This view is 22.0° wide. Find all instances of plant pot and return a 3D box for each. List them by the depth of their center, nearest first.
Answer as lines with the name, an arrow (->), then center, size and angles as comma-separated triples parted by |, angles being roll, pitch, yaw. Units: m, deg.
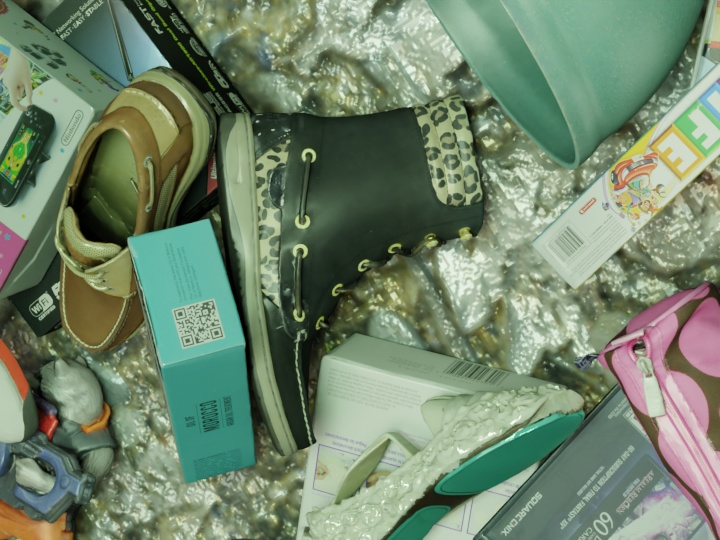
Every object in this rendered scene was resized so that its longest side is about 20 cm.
plant pot -> 0.110, -0.174, 0.985 | 0.134, 0.200, 0.201 | -35, 89, -2

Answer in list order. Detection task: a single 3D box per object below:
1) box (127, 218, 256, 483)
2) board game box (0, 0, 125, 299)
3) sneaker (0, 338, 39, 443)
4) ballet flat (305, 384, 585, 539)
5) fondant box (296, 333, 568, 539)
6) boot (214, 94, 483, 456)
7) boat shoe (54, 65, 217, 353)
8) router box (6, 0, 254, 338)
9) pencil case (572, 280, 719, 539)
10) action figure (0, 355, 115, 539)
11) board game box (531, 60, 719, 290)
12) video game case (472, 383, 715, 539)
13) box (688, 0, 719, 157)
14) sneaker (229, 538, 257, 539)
box -> -0.097, 0.052, 1.099 | 0.049, 0.200, 0.083 | -14, 66, -8
board game box -> -0.254, -0.100, 1.128 | 0.200, 0.064, 0.148 | 37, 113, 11
sneaker -> -0.278, 0.052, 1.109 | 0.067, 0.108, 0.202 | 10, 135, 41
ballet flat -> 0.039, 0.113, 1.078 | 0.200, 0.072, 0.072 | -41, 87, 24
fondant box -> 0.039, 0.154, 1.153 | 0.144, 0.058, 0.201 | 14, 107, 17
boot -> 0.000, -0.001, 1.086 | 0.153, 0.073, 0.204 | -9, 96, -8
boat shoe -> -0.148, -0.029, 1.080 | 0.076, 0.074, 0.200 | 33, 130, 15
router box -> -0.171, -0.075, 1.170 | 0.200, 0.062, 0.150 | -38, 87, 24
pencil case -> 0.210, 0.110, 1.044 | 0.091, 0.094, 0.200 | -34, 82, 17
action figure -> -0.231, 0.139, 1.250 | 0.200, 0.104, 0.194 | 34, 107, 37
board game box -> 0.184, -0.082, 0.958 | 0.034, 0.134, 0.200 | 46, 115, 4
video game case -> 0.180, 0.179, 1.070 | 0.200, 0.143, 0.019 | 45, 151, 6
box -> 0.283, -0.098, 1.009 | 0.199, 0.035, 0.110 | 15, 108, 17
sneaker -> -0.026, 0.241, 1.123 | 0.200, 0.082, 0.070 | 37, 115, 13
